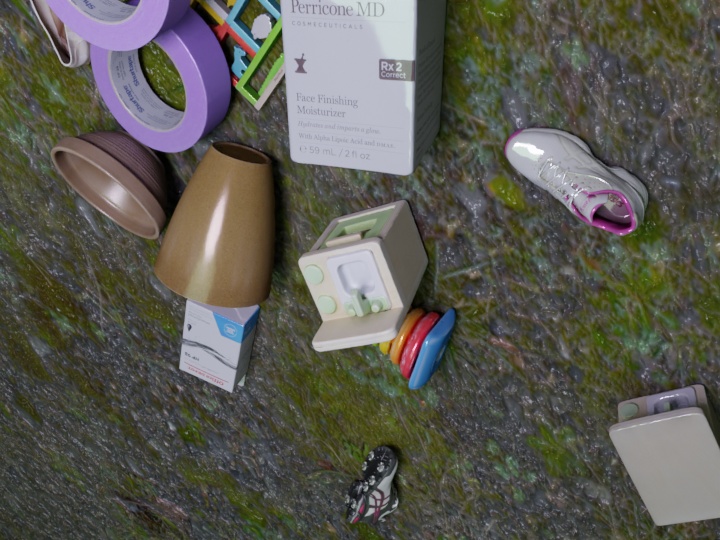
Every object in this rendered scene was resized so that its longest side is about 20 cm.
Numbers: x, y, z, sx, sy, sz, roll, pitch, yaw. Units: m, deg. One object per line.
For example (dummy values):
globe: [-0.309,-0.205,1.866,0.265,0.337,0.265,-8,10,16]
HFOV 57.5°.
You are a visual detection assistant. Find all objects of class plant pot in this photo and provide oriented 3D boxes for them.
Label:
plant pot: [-0.371,-0.150,1.024,0.197,0.094,0.202,28,157,13]
plant pot: [-0.201,-0.079,0.984,0.181,0.187,0.205,21,111,8]

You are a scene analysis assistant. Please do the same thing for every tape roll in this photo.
tape roll: [-0.293,-0.369,0.766,0.194,0.066,0.205,11,129,14]
tape roll: [-0.283,-0.277,0.932,0.194,0.066,0.205,15,130,18]

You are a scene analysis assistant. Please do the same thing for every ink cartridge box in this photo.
ink cartridge box: [-0.258,0.137,1.183,0.113,0.067,0.204,21,124,7]

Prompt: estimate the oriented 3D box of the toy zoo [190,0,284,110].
toy zoo: [-0.177,-0.341,0.905,0.199,0.021,0.131,43,124,-6]

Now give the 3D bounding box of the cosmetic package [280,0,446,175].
cosmetic package: [0.010,-0.248,0.796,0.160,0.166,0.206,8,121,16]

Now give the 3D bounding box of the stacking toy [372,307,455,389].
stacking toy: [0.041,0.083,1.027,0.196,0.116,0.112,29,123,17]

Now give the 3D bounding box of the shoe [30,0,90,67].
shoe: [-0.445,-0.400,0.956,0.068,0.054,0.206,-1,118,21]

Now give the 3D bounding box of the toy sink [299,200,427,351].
toy sink: [0.000,0.000,0.914,0.127,0.201,0.115,-12,115,27]

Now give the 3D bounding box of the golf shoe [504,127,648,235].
golf shoe: [0.269,-0.112,0.820,0.196,0.092,0.077,28,127,6]

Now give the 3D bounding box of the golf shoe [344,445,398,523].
golf shoe: [0.038,0.403,1.230,0.086,0.078,0.203,16,128,-13]

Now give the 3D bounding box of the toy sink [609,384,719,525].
toy sink: [0.450,0.248,0.944,0.128,0.113,0.202,-22,114,30]
